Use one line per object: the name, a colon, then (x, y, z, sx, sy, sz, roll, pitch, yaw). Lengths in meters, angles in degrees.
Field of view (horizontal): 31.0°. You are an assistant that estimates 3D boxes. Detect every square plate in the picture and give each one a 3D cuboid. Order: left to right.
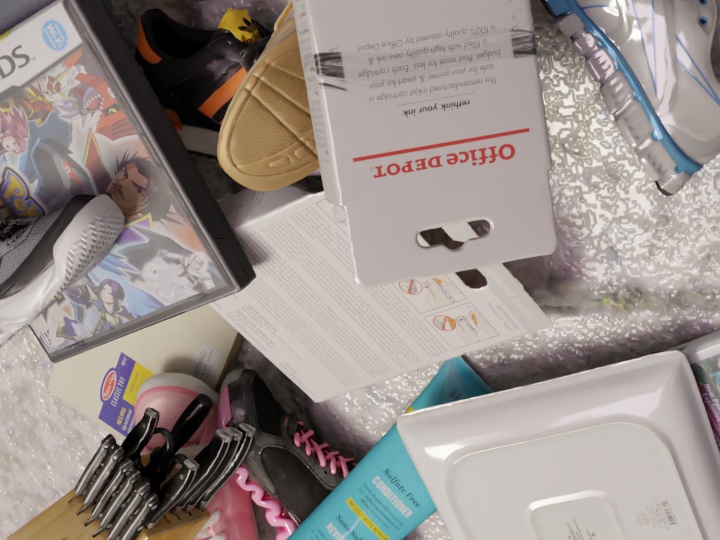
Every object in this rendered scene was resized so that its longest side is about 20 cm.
square plate: (0.142, 0.162, 0.835, 0.197, 0.028, 0.201, -16, 109, 25)

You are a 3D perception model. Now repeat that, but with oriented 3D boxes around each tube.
tube: (0.022, 0.152, 0.895, 0.077, 0.050, 0.200, 44, 97, -6)

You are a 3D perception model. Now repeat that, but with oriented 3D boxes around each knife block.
knife block: (-0.149, 0.172, 0.908, 0.064, 0.175, 0.200, 49, 162, 21)

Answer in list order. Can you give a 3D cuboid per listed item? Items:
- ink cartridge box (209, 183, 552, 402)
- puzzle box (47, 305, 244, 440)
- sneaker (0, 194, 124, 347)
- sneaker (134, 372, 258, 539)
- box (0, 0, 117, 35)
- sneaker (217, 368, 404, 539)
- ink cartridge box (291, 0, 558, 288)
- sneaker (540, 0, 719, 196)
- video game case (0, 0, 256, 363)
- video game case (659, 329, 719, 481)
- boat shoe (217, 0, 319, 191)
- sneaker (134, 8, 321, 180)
ink cartridge box: (0.000, 0.000, 0.823, 0.199, 0.050, 0.161, -23, 126, 33)
puzzle box: (-0.158, 0.050, 0.979, 0.132, 0.025, 0.201, 32, 125, 9)
sneaker: (-0.234, -0.016, 0.797, 0.200, 0.076, 0.114, -33, 101, 39)
sneaker: (-0.120, 0.179, 0.958, 0.075, 0.105, 0.202, -8, 121, 8)
box: (-0.219, -0.093, 0.859, 0.156, 0.051, 0.202, 1, 115, 27)
sneaker: (-0.031, 0.151, 0.947, 0.095, 0.079, 0.201, -23, 106, 17)
ink cartridge box: (0.030, -0.101, 0.677, 0.115, 0.068, 0.202, -10, 98, -8)
sneaker: (0.149, -0.146, 0.705, 0.086, 0.075, 0.201, -33, 98, 17)
video game case: (-0.182, -0.052, 0.814, 0.180, 0.026, 0.201, -20, 105, 34)
video game case: (0.219, 0.146, 0.834, 0.181, 0.023, 0.201, -26, 101, 34)
boat shoe: (-0.012, -0.135, 0.755, 0.074, 0.069, 0.200, 36, 102, -19)
sneaker: (-0.061, -0.117, 0.816, 0.199, 0.070, 0.091, 11, 122, 24)
